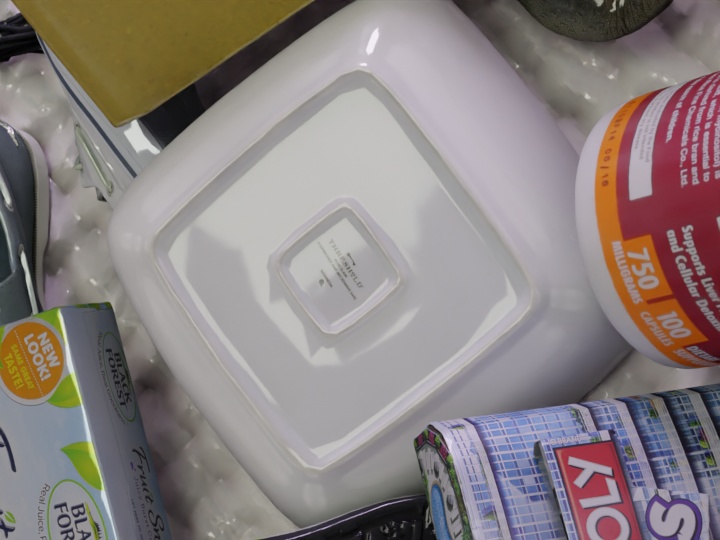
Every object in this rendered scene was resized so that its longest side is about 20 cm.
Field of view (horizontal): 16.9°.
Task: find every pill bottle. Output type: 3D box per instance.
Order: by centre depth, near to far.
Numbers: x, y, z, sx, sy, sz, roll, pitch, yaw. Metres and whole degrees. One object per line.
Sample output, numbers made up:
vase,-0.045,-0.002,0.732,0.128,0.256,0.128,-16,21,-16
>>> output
pill bottle,0.188,-0.034,0.917,0.199,0.112,0.114,-16,67,42

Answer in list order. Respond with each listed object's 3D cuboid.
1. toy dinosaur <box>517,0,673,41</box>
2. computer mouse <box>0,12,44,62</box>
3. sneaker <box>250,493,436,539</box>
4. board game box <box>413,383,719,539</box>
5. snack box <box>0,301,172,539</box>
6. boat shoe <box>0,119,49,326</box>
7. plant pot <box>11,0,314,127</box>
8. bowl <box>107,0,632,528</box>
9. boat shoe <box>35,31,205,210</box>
toy dinosaur,0.097,-0.144,1.062,0.199,0.077,0.103,32,104,27
computer mouse,-0.183,-0.198,1.236,0.139,0.046,0.202,-7,72,29
sneaker,-0.011,0.137,1.021,0.198,0.083,0.072,-5,79,-5
board game box,0.094,0.139,0.909,0.198,0.062,0.201,-6,66,-18
snack box,-0.155,0.130,1.093,0.141,0.053,0.202,-18,84,23
boat shoe,-0.184,0.019,1.164,0.072,0.062,0.202,-14,70,24
plant pot,-0.095,-0.228,1.060,0.193,0.200,0.196,-31,33,24
bowl,0.000,0.000,1.024,0.199,0.075,0.201,-37,84,13
boat shoe,-0.108,-0.058,1.137,0.067,0.073,0.201,-52,57,32
